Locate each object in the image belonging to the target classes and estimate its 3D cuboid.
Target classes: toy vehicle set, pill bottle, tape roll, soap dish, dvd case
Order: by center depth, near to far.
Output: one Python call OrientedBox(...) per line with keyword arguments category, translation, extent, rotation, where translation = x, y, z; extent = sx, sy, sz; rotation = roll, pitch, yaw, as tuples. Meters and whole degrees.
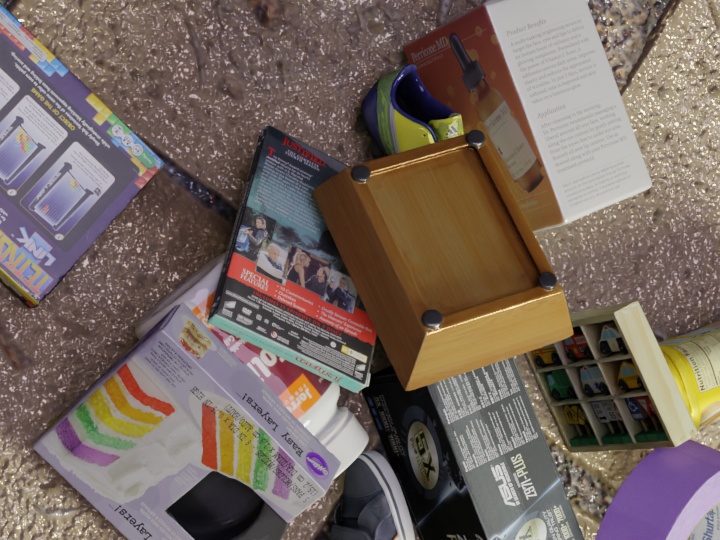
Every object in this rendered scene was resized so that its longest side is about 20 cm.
OrientedBox(category="soap dish", translation=(0.070, -0.015, 1.577), extent=(0.156, 0.081, 0.201), rotation=(-16, 63, -19))
OrientedBox(category="dvd case", translation=(-0.041, -0.012, 1.610), extent=(0.145, 0.022, 0.201), rotation=(25, 55, -18))
OrientedBox(category="pill bottle", translation=(-0.089, 0.093, 1.624), extent=(0.114, 0.114, 0.201), rotation=(-40, 98, -18))
OrientedBox(category="tape roll", translation=(0.276, 0.251, 1.656), extent=(0.199, 0.065, 0.202), rotation=(-23, 122, -43))
OrientedBox(category="toy vehicle set", translation=(0.213, 0.097, 1.687), extent=(0.026, 0.200, 0.125), rotation=(-26, 93, -21))

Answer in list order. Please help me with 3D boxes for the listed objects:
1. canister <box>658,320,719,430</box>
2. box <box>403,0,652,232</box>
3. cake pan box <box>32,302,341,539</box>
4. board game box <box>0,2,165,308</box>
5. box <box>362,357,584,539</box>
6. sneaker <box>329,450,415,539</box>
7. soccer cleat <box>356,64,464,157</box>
OrientedBox(category="canister", translation=(0.327, 0.091, 1.757), extent=(0.198, 0.148, 0.087), rotation=(-17, 90, -22))
OrientedBox(category="box", translation=(0.146, -0.139, 1.706), extent=(0.106, 0.152, 0.202), rotation=(-22, 91, -28))
OrientedBox(category="cake pan box", translation=(-0.141, 0.154, 1.573), extent=(0.200, 0.184, 0.052), rotation=(46, 32, -9))
OrientedBox(category="board game box", translation=(-0.291, -0.096, 1.603), extent=(0.200, 0.057, 0.166), rotation=(45, 74, -11))
OrientedBox(category="box", translation=(0.095, 0.168, 1.657), extent=(0.086, 0.164, 0.202), rotation=(-22, 93, -20))
OrientedBox(category="sneaker", translation=(0.004, 0.261, 1.660), extent=(0.079, 0.078, 0.202), rotation=(-11, 90, -26))
OrientedBox(category="soccer cleat", translation=(0.073, -0.092, 1.689), extent=(0.064, 0.084, 0.201), rotation=(-18, 69, -51))
